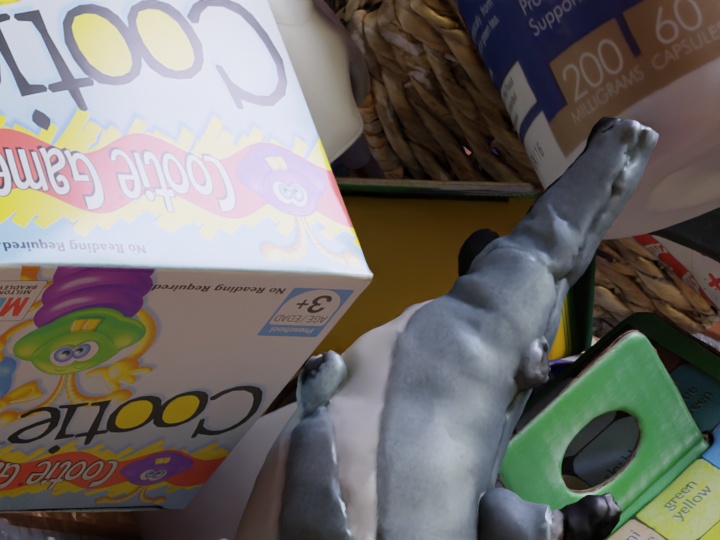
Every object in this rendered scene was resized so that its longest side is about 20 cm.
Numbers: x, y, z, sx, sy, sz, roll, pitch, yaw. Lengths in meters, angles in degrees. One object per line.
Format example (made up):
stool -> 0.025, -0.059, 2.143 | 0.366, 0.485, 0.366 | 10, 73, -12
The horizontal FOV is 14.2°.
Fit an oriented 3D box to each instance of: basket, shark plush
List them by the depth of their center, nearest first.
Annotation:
shark plush -> 0.025, 0.059, 0.697 | 0.200, 0.083, 0.091 | -57, 151, -24
basket -> 0.074, -0.087, 1.011 | 0.200, 0.143, 0.149 | 42, 26, -37

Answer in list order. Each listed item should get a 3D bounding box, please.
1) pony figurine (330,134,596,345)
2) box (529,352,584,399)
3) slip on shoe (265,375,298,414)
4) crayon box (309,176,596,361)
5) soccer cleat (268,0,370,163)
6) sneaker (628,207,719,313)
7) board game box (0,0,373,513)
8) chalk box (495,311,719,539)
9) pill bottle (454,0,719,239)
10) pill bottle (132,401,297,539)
pony figurine -> 0.027, -0.071, 1.106 | 0.200, 0.166, 0.193 | 49, 37, -39
box -> 0.134, 0.051, 1.037 | 0.119, 0.200, 0.042 | -178, -92, -79
slip on shoe -> 0.023, 0.078, 0.987 | 0.061, 0.074, 0.200 | 29, 0, 38
crayon box -> 0.000, 0.000, 0.863 | 0.200, 0.126, 0.052 | 7, 86, -81
soccer cleat -> -0.035, -0.063, 0.840 | 0.078, 0.069, 0.200 | 52, 2, -7
sneaker -> 0.132, -0.012, 0.899 | 0.201, 0.067, 0.108 | 36, 9, -15
board game box -> -0.091, -0.052, 0.698 | 0.105, 0.103, 0.200 | 1, 54, -35
chalk box -> 0.099, 0.108, 0.895 | 0.124, 0.125, 0.200 | 35, -22, 43
pill bottle -> 0.064, -0.119, 0.780 | 0.200, 0.111, 0.111 | 65, 16, 13
pill bottle -> 0.023, 0.134, 0.774 | 0.200, 0.114, 0.114 | 65, 16, 13
